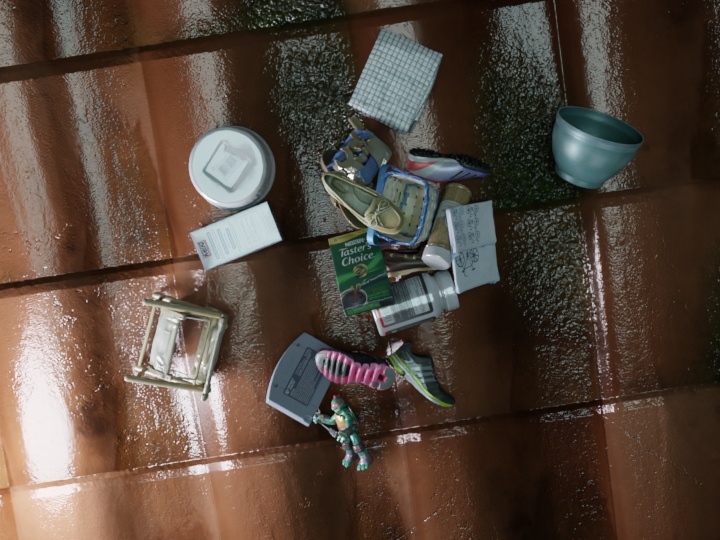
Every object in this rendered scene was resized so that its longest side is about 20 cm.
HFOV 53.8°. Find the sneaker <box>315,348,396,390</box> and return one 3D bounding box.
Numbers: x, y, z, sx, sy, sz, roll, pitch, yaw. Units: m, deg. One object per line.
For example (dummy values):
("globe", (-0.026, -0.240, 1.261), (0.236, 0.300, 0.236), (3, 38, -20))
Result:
("sneaker", (-0.015, 0.223, 1.697), (0.198, 0.096, 0.080), (18, 111, -13))

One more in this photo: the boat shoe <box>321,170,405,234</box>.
("boat shoe", (0.005, -0.144, 1.499), (0.200, 0.063, 0.073), (38, 99, 7))

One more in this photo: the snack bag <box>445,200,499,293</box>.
("snack bag", (0.265, -0.055, 1.647), (0.021, 0.188, 0.202), (-2, 98, 42))

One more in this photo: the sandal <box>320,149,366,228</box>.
("sandal", (-0.039, -0.180, 1.683), (0.077, 0.070, 0.213), (-20, 74, -24))

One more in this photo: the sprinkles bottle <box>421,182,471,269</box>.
("sprinkles bottle", (0.201, -0.103, 1.645), (0.068, 0.068, 0.201), (21, 68, -2))

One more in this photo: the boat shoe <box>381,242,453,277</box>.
("boat shoe", (0.148, -0.032, 1.688), (0.198, 0.070, 0.071), (-8, 96, 0))

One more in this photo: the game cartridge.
("game cartridge", (-0.137, 0.251, 1.677), (0.133, 0.041, 0.201), (32, 55, -6))

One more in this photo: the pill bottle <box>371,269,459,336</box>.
("pill bottle", (0.124, 0.072, 1.676), (0.198, 0.114, 0.115), (-18, 95, 1))

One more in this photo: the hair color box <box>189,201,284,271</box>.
("hair color box", (-0.291, -0.082, 1.686), (0.199, 0.061, 0.100), (-22, 95, 1))

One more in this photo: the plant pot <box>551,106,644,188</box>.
("plant pot", (0.523, -0.273, 1.624), (0.199, 0.201, 0.135), (15, 122, -2))

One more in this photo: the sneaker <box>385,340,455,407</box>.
("sneaker", (0.158, 0.253, 1.715), (0.200, 0.074, 0.081), (42, 90, -5))

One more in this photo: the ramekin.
("ramekin", (-0.302, -0.240, 1.653), (0.198, 0.098, 0.202), (0, 96, -1))

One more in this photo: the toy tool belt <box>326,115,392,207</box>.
("toy tool belt", (-0.024, -0.250, 1.599), (0.123, 0.124, 0.201), (48, 52, -23))

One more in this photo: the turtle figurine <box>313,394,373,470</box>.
("turtle figurine", (-0.043, 0.378, 1.701), (0.100, 0.150, 0.201), (-29, 103, -16))

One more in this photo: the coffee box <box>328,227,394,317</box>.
("coffee box", (0.000, 0.000, 1.650), (0.122, 0.044, 0.201), (-15, 59, 5))

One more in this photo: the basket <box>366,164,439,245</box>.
("basket", (0.086, -0.138, 1.613), (0.138, 0.200, 0.178), (16, 95, 29))

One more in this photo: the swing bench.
("swing bench", (-0.426, 0.176, 1.678), (0.198, 0.130, 0.201), (15, 94, -7))

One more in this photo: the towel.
("towel", (0.081, -0.433, 1.648), (0.164, 0.086, 0.201), (23, 93, -4))

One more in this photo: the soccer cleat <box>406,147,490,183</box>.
("soccer cleat", (0.206, -0.238, 1.681), (0.198, 0.068, 0.074), (8, 119, -5))
